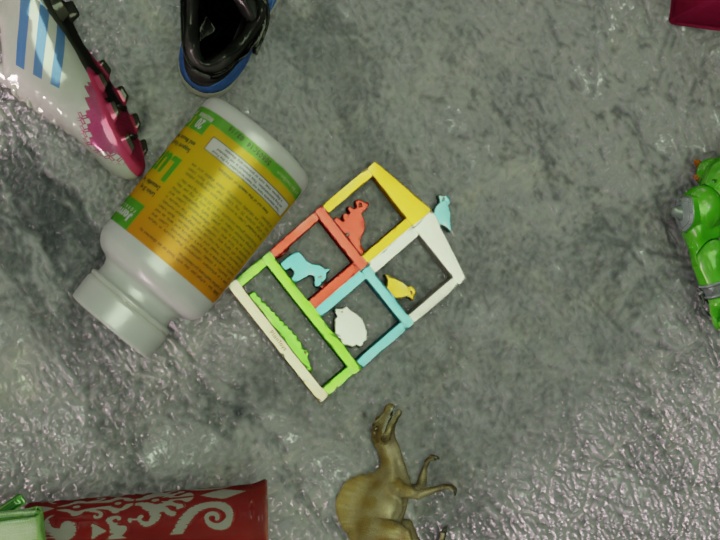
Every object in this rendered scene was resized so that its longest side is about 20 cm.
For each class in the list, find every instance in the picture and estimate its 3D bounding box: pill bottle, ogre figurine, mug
[{"bbox_3d":[-0.143,-0.032,1.235,0.111,0.111,0.201,39,84,-5],"label":"pill bottle"},{"bbox_3d":[0.350,-0.059,1.313,0.199,0.098,0.120,-40,105,4],"label":"ogre figurine"},{"bbox_3d":[-0.171,0.228,1.201,0.197,0.178,0.135,-1,56,-3],"label":"mug"}]

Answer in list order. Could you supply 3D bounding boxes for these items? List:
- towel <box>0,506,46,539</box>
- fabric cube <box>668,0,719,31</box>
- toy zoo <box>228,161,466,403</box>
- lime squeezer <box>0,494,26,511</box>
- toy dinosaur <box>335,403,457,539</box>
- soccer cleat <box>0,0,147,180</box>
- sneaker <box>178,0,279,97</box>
[{"bbox_3d":[-0.327,0.239,1.103,0.197,0.031,0.151,-6,125,-12],"label":"towel"},{"bbox_3d":[0.391,-0.314,1.274,0.193,0.199,0.203,4,88,-7],"label":"fabric cube"},{"bbox_3d":[0.000,0.000,1.299,0.200,0.020,0.132,-40,94,-7],"label":"toy zoo"},{"bbox_3d":[-0.355,0.248,1.202,0.199,0.070,0.038,-39,118,-25],"label":"lime squeezer"},{"bbox_3d":[0.023,0.221,1.288,0.100,0.058,0.203,15,78,8],"label":"toy dinosaur"},{"bbox_3d":[-0.252,-0.154,1.254,0.086,0.070,0.202,-29,90,8],"label":"soccer cleat"},{"bbox_3d":[-0.096,-0.246,1.248,0.076,0.111,0.202,25,85,-6],"label":"sneaker"}]
